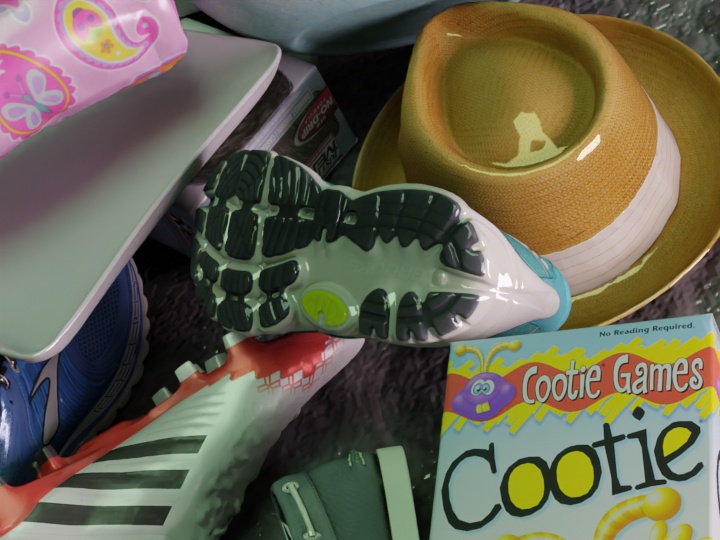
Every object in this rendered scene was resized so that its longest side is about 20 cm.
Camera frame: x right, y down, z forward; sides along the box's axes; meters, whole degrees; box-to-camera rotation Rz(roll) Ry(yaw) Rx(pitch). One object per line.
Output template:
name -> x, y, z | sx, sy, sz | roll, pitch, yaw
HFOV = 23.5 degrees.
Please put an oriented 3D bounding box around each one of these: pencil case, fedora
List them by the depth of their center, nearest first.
fedora -> 0.072, -0.062, 0.775 | 0.199, 0.082, 0.202 | -14, 49, 16
pencil case -> -0.177, -0.085, 0.781 | 0.199, 0.088, 0.088 | -32, 46, -9

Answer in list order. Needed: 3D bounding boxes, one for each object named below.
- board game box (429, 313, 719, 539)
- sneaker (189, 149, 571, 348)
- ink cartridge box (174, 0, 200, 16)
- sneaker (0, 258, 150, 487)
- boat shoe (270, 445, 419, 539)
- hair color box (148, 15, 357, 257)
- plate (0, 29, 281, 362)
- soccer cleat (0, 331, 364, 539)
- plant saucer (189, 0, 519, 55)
board game box -> 0.084, 0.131, 0.603 | 0.104, 0.103, 0.202 | -8, 52, 21
sneaker -> 0.000, 0.000, 0.722 | 0.199, 0.079, 0.078 | 16, 92, 45
ink cartridge box -> -0.110, -0.222, 0.953 | 0.146, 0.086, 0.200 | -21, 36, -22
sneaker -> -0.160, 0.052, 0.798 | 0.078, 0.089, 0.202 | 0, 55, 25
boat shoe -> -0.004, 0.151, 0.647 | 0.061, 0.073, 0.201 | -4, 43, 0
hair color box -> -0.109, -0.079, 0.896 | 0.199, 0.061, 0.099 | 25, 68, 38
plate -> -0.157, -0.043, 0.817 | 0.198, 0.032, 0.201 | 12, 54, 34
soccer cleat -> -0.074, 0.090, 0.748 | 0.199, 0.069, 0.086 | -30, 84, -20
plant saucer -> 0.015, -0.134, 0.817 | 0.199, 0.201, 0.039 | -13, 85, 18
